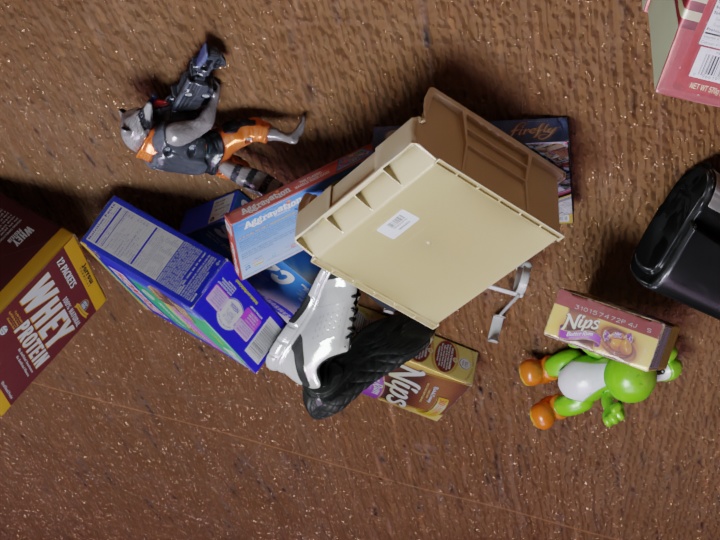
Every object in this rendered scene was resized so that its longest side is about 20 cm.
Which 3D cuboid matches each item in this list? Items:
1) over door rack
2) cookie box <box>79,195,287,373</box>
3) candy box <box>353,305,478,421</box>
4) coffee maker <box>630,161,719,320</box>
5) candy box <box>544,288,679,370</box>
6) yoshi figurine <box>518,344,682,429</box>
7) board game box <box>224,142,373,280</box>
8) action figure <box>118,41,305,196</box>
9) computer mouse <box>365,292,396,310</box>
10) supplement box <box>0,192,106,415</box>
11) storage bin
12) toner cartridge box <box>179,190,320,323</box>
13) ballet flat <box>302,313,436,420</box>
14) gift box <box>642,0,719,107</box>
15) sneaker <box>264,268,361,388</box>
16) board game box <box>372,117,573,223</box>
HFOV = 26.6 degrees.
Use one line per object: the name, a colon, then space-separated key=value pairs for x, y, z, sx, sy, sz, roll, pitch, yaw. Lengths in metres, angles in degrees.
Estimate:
over door rack: x=0.111 y=0.010 z=1.760 sx=0.148 sy=0.067 sz=0.200 roll=16 pitch=159 yaw=1
cookie box: x=-0.206 y=0.016 z=1.781 sx=0.200 sy=0.075 sz=0.171 roll=28 pitch=165 yaw=35
candy box: x=0.036 y=0.115 z=1.938 sx=0.200 sy=0.057 sz=0.117 roll=20 pitch=145 yaw=-11
coffee maker: x=0.384 y=0.018 z=1.546 sx=0.200 sy=0.192 sz=0.135 roll=25 pitch=167 yaw=-9
candy box: x=0.277 y=0.065 z=1.661 sx=0.117 sy=0.057 sz=0.200 roll=20 pitch=-178 yaw=17
yoshi figurine: x=0.282 y=0.129 z=1.822 sx=0.200 sy=0.112 sz=0.112 roll=-19 pitch=131 yaw=36
board game box: x=-0.048 y=-0.067 z=1.624 sx=0.200 sy=0.019 sz=0.103 roll=-27 pitch=149 yaw=-15
action figure: x=-0.158 y=-0.143 z=1.599 sx=0.193 sy=0.105 sz=0.200 roll=10 pitch=151 yaw=-12
computer mouse: x=0.000 y=0.000 z=1.662 sx=0.059 sy=0.034 sz=0.200 roll=-5 pitch=153 yaw=42
supplement box: x=-0.451 y=0.025 z=1.805 sx=0.200 sy=0.197 sz=0.133 roll=26 pitch=153 yaw=27
storage bin: x=0.068 y=-0.059 z=1.532 sx=0.198 sy=0.094 sz=0.200 roll=30 pitch=133 yaw=-28
toner cartridge box: x=-0.115 y=-0.011 z=1.821 sx=0.095 sy=0.043 sz=0.200 roll=-17 pitch=134 yaw=40
ballet flat: x=0.009 y=0.111 z=1.848 sx=0.066 sy=0.200 sz=0.057 roll=44 pitch=151 yaw=29
gift box: x=0.316 y=-0.229 z=1.214 sx=0.184 sy=0.187 sz=0.200 roll=16 pitch=131 yaw=-6
sneaker: x=-0.028 y=0.049 z=1.772 sx=0.080 sy=0.200 sz=0.074 roll=35 pitch=-166 yaw=15
board game box: x=0.120 y=-0.099 z=1.591 sx=0.200 sy=0.035 sz=0.136 roll=-1 pitch=144 yaw=9
